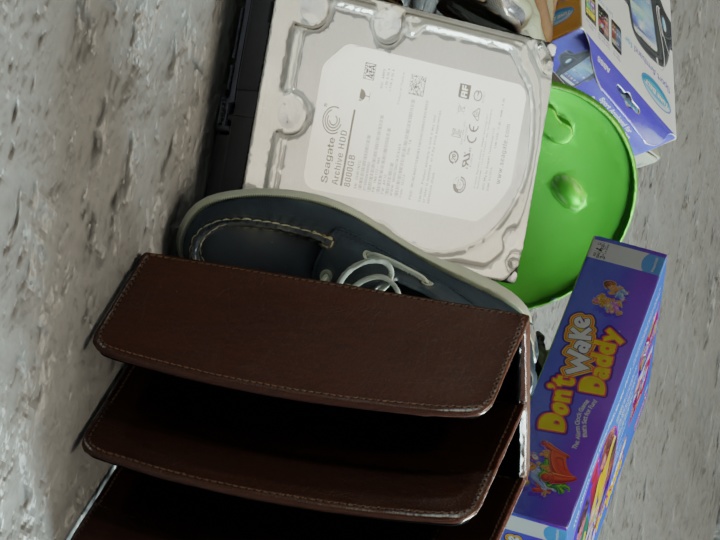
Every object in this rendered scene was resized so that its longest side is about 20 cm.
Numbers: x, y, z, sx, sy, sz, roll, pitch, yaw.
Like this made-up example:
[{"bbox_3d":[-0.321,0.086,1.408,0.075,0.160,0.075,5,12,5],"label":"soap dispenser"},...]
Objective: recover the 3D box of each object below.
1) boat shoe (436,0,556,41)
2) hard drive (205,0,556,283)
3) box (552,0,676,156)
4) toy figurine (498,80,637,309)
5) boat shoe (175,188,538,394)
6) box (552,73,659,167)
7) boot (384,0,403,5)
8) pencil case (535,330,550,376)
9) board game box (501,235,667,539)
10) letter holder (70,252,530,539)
[{"bbox_3d":[0.089,-0.171,1.664,0.072,0.076,0.200,-62,176,-2],"label":"boat shoe"},{"bbox_3d":[0.014,-0.074,1.552,0.200,0.038,0.140,11,89,-37],"label":"hard drive"},{"bbox_3d":[0.154,-0.166,1.822,0.119,0.041,0.200,44,36,-37],"label":"box"},{"bbox_3d":[0.058,-0.096,1.764,0.200,0.150,0.184,46,8,-27],"label":"toy figurine"},{"bbox_3d":[0.000,0.019,1.475,0.075,0.200,0.062,-58,-162,22],"label":"boat shoe"},{"bbox_3d":[0.133,-0.160,1.925,0.068,0.082,0.200,21,52,-73],"label":"box"},{"bbox_3d":[-0.001,-0.158,1.591,0.074,0.075,0.200,-15,115,-75],"label":"boot"},{"bbox_3d":[0.032,0.008,1.651,0.200,0.089,0.078,52,1,-31],"label":"pencil case"},{"bbox_3d":[0.120,0.099,1.614,0.135,0.045,0.200,91,18,-50],"label":"board game box"},{"bbox_3d":[-0.032,0.084,1.374,0.142,0.200,0.101,-61,155,-50],"label":"letter holder"}]
